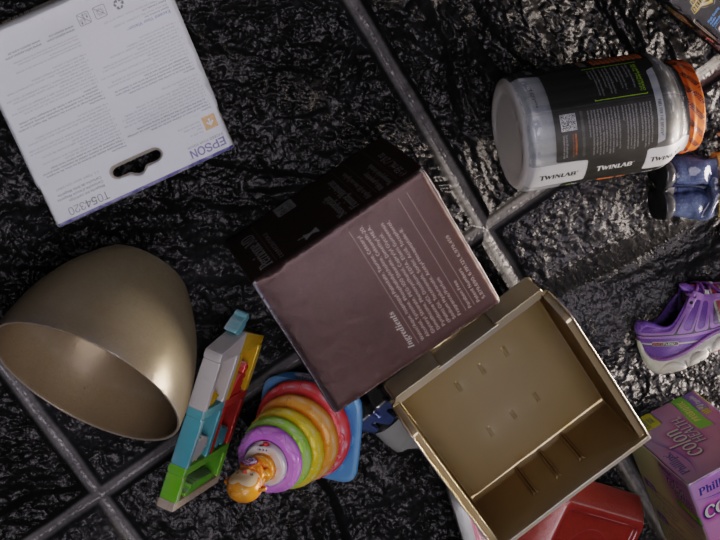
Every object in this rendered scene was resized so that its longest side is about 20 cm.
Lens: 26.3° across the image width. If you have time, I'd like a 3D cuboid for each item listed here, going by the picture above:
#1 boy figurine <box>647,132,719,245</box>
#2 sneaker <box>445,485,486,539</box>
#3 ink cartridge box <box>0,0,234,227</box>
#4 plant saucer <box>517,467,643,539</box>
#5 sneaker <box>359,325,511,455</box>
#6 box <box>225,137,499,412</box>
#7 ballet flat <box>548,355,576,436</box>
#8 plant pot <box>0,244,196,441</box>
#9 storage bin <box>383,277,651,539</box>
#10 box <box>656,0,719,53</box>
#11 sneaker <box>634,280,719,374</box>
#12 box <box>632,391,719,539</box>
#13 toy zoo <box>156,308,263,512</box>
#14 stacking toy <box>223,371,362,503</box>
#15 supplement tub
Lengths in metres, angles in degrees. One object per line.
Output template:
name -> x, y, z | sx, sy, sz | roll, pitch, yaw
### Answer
boy figurine -> 0.413, -0.088, 1.677 | 0.198, 0.064, 0.126 | -1, 102, -11
sneaker -> 0.169, 0.311, 1.715 | 0.104, 0.075, 0.202 | -18, 104, -3
ink cartridge box -> -0.250, -0.173, 1.500 | 0.195, 0.043, 0.201 | -25, 111, -8
plant saucer -> 0.229, 0.331, 1.706 | 0.199, 0.037, 0.201 | 22, 94, -45
sneaker -> 0.090, 0.127, 1.652 | 0.199, 0.081, 0.115 | -41, 115, 6
box -> 0.000, 0.000, 1.542 | 0.199, 0.166, 0.165 | -34, 111, -4
ballet flat -> 0.197, 0.120, 1.680 | 0.070, 0.071, 0.201 | -19, 109, -8
plant pot -> -0.239, 0.056, 1.503 | 0.200, 0.200, 0.135 | 37, 58, -20
storage bin -> 0.157, 0.144, 1.581 | 0.199, 0.094, 0.199 | -36, 119, 0
box -> 0.444, -0.311, 1.632 | 0.198, 0.050, 0.201 | 33, 95, -19
sneaker -> 0.393, 0.038, 1.701 | 0.199, 0.081, 0.084 | -30, 97, -8
box -> 0.395, 0.265, 1.707 | 0.096, 0.176, 0.201 | -26, 109, -5
toy zoo -> -0.146, 0.136, 1.565 | 0.020, 0.131, 0.202 | 21, 100, 12
stacking toy -> -0.084, 0.184, 1.548 | 0.115, 0.200, 0.111 | 10, 108, 20
supplement tub -> 0.244, -0.155, 1.585 | 0.198, 0.123, 0.124 | -9, 107, -11
